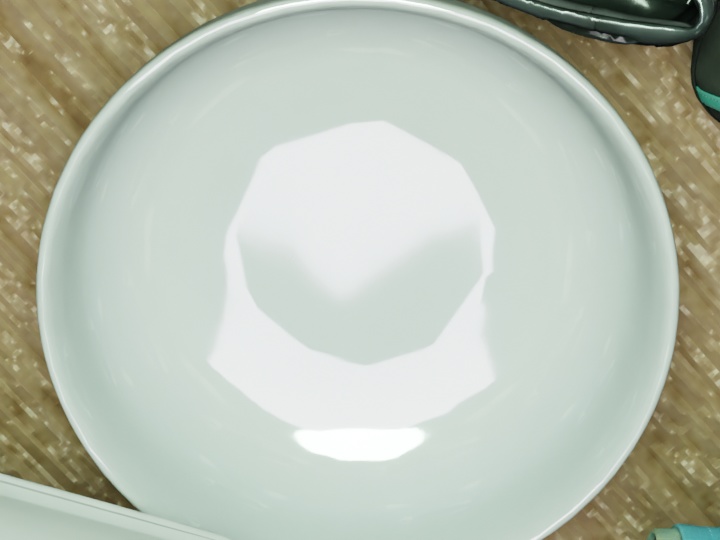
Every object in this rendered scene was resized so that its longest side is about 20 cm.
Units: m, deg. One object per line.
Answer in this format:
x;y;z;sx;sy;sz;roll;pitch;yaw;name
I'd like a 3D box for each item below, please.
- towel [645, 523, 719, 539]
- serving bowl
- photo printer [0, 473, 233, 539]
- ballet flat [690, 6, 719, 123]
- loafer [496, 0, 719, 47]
0.183;0.114;0.838;0.199;0.147;0.022;4;70;-2;towel
0.000;0.000;0.825;0.200;0.066;0.201;0;111;1;serving bowl
-0.119;0.130;0.839;0.199;0.070;0.167;15;144;-4;photo printer
0.197;-0.091;0.788;0.200;0.068;0.068;-30;107;11;ballet flat
0.022;-0.127;0.775;0.200;0.070;0.068;27;108;-9;loafer
